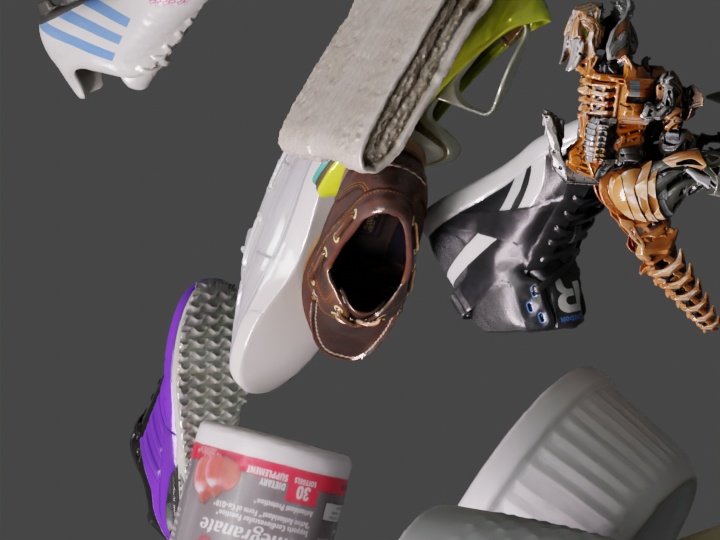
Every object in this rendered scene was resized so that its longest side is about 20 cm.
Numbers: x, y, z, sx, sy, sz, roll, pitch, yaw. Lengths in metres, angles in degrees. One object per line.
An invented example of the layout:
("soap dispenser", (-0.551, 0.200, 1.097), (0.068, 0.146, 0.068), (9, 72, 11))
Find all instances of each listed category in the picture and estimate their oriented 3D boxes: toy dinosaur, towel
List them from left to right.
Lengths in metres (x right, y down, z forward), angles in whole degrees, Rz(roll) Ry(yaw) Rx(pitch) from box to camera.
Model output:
("towel", (0.026, -0.152, 1.532), (0.200, 0.034, 0.132), (-60, 25, -7))
("toy dinosaur", (0.180, -0.067, 1.427), (0.102, 0.135, 0.200), (-111, 4, -54))

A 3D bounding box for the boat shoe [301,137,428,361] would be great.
("boat shoe", (0.000, 0.000, 1.583), (0.200, 0.070, 0.070), (101, 172, -50))

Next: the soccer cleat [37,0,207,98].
("soccer cleat", (-0.146, -0.180, 1.733), (0.200, 0.070, 0.086), (-15, 102, 41))

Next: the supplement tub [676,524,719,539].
("supplement tub", (0.218, 0.219, 1.396), (0.144, 0.200, 0.145), (5, 99, 37))

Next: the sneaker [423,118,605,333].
("sneaker", (0.131, -0.024, 1.525), (0.200, 0.073, 0.112), (-31, 79, 45))

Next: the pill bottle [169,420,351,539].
("pill bottle", (-0.081, 0.211, 1.661), (0.111, 0.111, 0.200), (11, 85, 37))

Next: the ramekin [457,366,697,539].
("ramekin", (0.124, 0.166, 1.477), (0.094, 0.202, 0.203), (32, 115, 18))

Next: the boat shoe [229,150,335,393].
("boat shoe", (-0.051, -0.014, 1.671), (0.069, 0.072, 0.200), (41, 122, 44))

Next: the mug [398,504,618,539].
("mug", (0.097, 0.207, 1.236), (0.175, 0.200, 0.148), (8, 91, 28))

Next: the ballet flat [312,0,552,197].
("ballet flat", (0.050, -0.109, 1.564), (0.067, 0.067, 0.200), (42, 104, 10))

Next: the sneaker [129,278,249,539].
("sneaker", (-0.130, 0.104, 1.747), (0.099, 0.069, 0.201), (6, 94, 52))
